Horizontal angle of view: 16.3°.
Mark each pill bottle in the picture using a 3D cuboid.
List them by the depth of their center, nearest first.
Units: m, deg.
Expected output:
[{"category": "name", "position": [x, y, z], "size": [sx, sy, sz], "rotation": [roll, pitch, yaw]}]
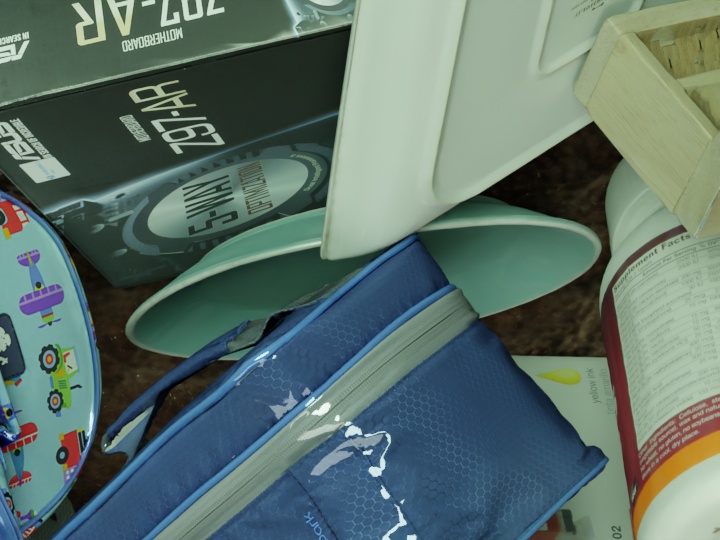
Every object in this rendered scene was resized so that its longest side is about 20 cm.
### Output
[{"category": "pill bottle", "position": [0.154, 0.037, 1.008], "size": [0.109, 0.200, 0.110], "rotation": [-2, 135, -2]}]

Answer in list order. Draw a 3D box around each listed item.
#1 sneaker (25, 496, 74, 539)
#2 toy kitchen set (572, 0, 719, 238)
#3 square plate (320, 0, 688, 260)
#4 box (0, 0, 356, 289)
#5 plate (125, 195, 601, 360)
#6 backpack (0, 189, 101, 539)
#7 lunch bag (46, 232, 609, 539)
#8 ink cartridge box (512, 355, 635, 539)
[{"category": "sneaker", "position": [-0.215, 0.092, 1.128], "size": [0.071, 0.073, 0.200], "rotation": [-30, 130, 20]}, {"category": "toy kitchen set", "position": [0.218, -0.094, 0.860], "size": [0.180, 0.163, 0.200], "rotation": [-14, 143, -33]}, {"category": "square plate", "position": [0.075, -0.104, 0.890], "size": [0.200, 0.028, 0.198], "rotation": [-33, 152, -29]}, {"category": "box", "position": [-0.050, -0.059, 0.954], "size": [0.160, 0.044, 0.200], "rotation": [-12, 160, 8]}, {"category": "plate", "position": [0.000, 0.000, 1.037], "size": [0.200, 0.026, 0.200], "rotation": [-9, 166, -2]}, {"category": "backpack", "position": [-0.182, 0.045, 0.948], "size": [0.200, 0.183, 0.134], "rotation": [-17, -176, -30]}, {"category": "lunch bag", "position": [-0.025, 0.085, 0.951], "size": [0.132, 0.136, 0.200], "rotation": [52, 128, 4]}, {"category": "ink cartridge box", "position": [0.059, 0.114, 1.118], "size": [0.199, 0.145, 0.084], "rotation": [1, 134, -5]}]
